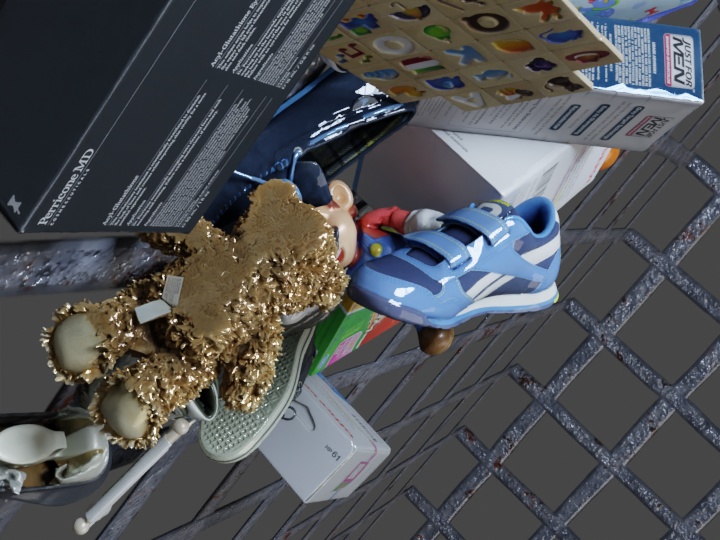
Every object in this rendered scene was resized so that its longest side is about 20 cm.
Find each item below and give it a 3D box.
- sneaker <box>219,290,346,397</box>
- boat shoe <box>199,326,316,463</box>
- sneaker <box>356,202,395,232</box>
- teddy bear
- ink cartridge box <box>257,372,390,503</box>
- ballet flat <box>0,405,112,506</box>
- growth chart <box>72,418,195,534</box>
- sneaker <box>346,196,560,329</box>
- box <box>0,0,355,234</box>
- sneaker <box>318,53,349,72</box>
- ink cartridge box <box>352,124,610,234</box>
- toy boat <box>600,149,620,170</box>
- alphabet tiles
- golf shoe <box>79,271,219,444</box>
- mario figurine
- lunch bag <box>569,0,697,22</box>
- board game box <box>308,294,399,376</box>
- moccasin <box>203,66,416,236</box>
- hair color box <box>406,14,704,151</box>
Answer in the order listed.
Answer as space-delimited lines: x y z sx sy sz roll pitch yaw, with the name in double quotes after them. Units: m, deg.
-0.081 0.024 0.836 0.200 0.076 0.091 -47 157 -9 "sneaker"
-0.086 0.106 0.903 0.201 0.074 0.063 -65 157 -49 "boat shoe"
0.065 -0.042 1.004 0.199 0.090 0.078 -35 158 -39 "sneaker"
-0.103 0.027 0.633 0.201 0.144 0.067 -55 171 -27 "teddy bear"
-0.057 0.179 1.111 0.085 0.145 0.200 -45 163 0 "ink cartridge box"
-0.221 0.128 0.686 0.073 0.073 0.200 -50 155 10 "ballet flat"
-0.199 0.179 0.887 0.145 0.018 0.200 -46 -178 -13 "growth chart"
0.072 -0.010 0.709 0.199 0.074 0.083 -10 119 -41 "sneaker"
-0.090 -0.117 0.476 0.200 0.079 0.141 -52 166 16 "box"
0.039 -0.178 0.598 0.070 0.108 0.201 -32 158 -37 "sneaker"
0.119 -0.118 0.865 0.199 0.146 0.147 -37 160 -28 "ink cartridge box"
0.224 -0.158 1.059 0.199 0.131 0.131 -22 151 -54 "toy boat"
0.057 -0.140 0.600 0.199 0.165 0.006 20 71 -51 "alphabet tiles"
-0.157 0.095 0.761 0.078 0.097 0.201 -35 161 -39 "golf shoe"
0.000 0.000 0.776 0.124 0.199 0.106 -65 -165 -11 "mario figurine"
0.144 -0.241 0.693 0.198 0.129 0.170 -21 163 3 "lunch bag"
0.019 0.023 1.124 0.199 0.040 0.154 -28 155 -48 "board game box"
-0.044 -0.075 0.698 0.200 0.068 0.081 -45 163 -4 "moccasin"
0.139 -0.142 0.730 0.100 0.198 0.061 128 -33 -73 "hair color box"
